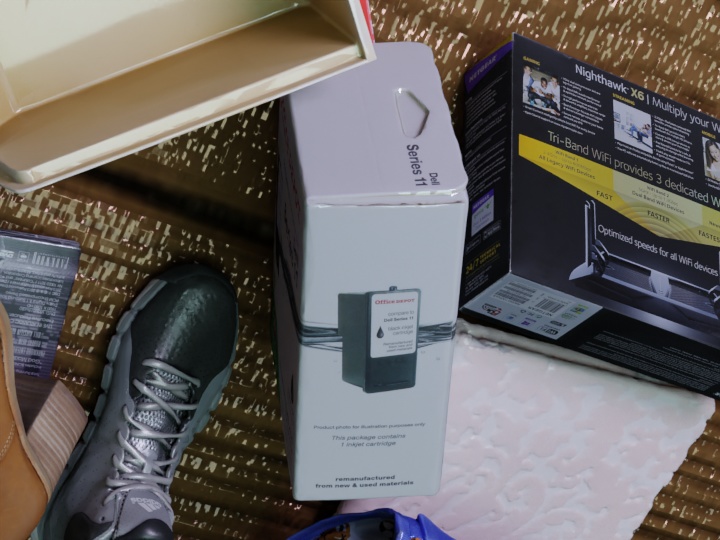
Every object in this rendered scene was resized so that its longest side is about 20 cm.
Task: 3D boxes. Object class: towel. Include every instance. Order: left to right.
[{"bbox_3d":[0.091,0.126,1.186,0.191,0.032,0.200,14,122,-25],"label":"towel"}]

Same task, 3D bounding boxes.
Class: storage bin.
[{"bbox_3d":[-0.122,-0.168,0.927,0.198,0.094,0.200,-22,117,-10],"label":"storage bin"}]

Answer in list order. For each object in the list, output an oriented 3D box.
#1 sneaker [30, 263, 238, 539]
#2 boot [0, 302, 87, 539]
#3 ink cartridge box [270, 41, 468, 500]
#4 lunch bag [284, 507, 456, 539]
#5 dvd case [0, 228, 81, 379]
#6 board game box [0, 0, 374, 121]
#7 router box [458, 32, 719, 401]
[{"bbox_3d":[-0.111,0.102,1.082,0.075,0.116,0.200,21,104,-25],"label":"sneaker"},{"bbox_3d":[-0.238,0.084,1.003,0.155,0.077,0.200,-60,136,-29],"label":"boot"},{"bbox_3d":[0.000,0.000,1.032,0.083,0.147,0.200,-2,128,-7],"label":"ink cartridge box"},{"bbox_3d":[0.017,0.229,1.143,0.170,0.124,0.200,32,123,-30],"label":"lunch bag"},{"bbox_3d":[-0.248,0.066,1.076,0.148,0.016,0.200,10,107,-23],"label":"dvd case"},{"bbox_3d":[-0.100,-0.162,1.017,0.199,0.046,0.152,-16,116,-13],"label":"board game box"},{"bbox_3d":[0.151,-0.026,1.103,0.200,0.158,0.052,20,146,-25],"label":"router box"}]
